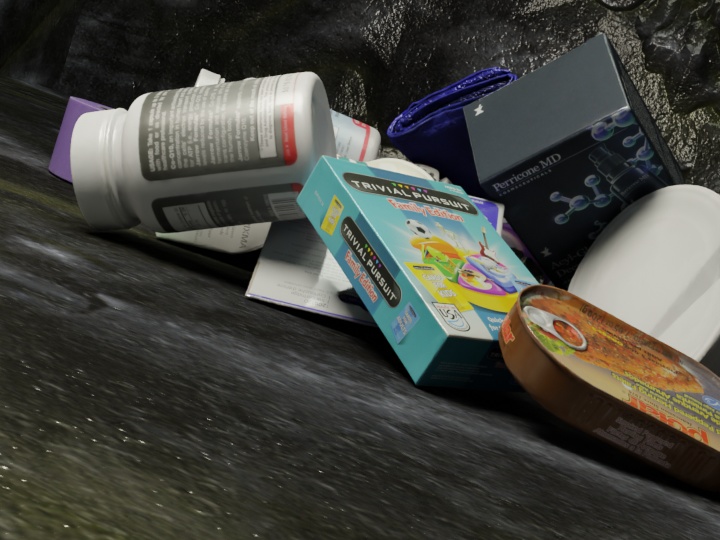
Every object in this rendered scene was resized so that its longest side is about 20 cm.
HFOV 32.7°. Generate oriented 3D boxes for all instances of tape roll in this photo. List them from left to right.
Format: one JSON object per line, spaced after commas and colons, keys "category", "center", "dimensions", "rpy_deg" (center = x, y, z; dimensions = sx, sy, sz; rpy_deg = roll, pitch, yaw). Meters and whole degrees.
{"category": "tape roll", "center": [-0.240, -0.121, 1.368], "dimensions": [0.197, 0.086, 0.200], "rpy_deg": [20, 5, -2]}

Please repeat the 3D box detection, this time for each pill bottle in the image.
{"category": "pill bottle", "center": [-0.124, -0.092, 0.991], "dimensions": [0.196, 0.116, 0.114], "rpy_deg": [-5, 2, 9]}
{"category": "pill bottle", "center": [-0.086, -0.130, 1.265], "dimensions": [0.197, 0.110, 0.109], "rpy_deg": [22, 4, -11]}

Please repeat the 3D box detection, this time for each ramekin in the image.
{"category": "ramekin", "center": [0.272, 0.038, 1.046], "dimensions": [0.093, 0.205, 0.202], "rpy_deg": [29, 0, -27]}

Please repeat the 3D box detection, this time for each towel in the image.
{"category": "towel", "center": [0.136, -0.115, 1.233], "dimensions": [0.146, 0.050, 0.200], "rpy_deg": [-18, -42, 29]}

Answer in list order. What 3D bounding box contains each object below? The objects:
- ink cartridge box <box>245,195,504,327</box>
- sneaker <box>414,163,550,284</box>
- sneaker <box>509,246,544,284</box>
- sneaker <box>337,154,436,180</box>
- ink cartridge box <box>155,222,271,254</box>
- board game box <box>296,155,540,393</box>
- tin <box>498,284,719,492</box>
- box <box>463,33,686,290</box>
{"category": "ink cartridge box", "center": [0.016, -0.006, 1.015], "dimensions": [0.195, 0.044, 0.201], "rpy_deg": [13, 38, 1]}
{"category": "sneaker", "center": [0.105, -0.022, 1.239], "dimensions": [0.198, 0.090, 0.080], "rpy_deg": [28, -30, -16]}
{"category": "sneaker", "center": [0.083, 0.035, 1.096], "dimensions": [0.198, 0.081, 0.074], "rpy_deg": [-6, 44, -41]}
{"category": "sneaker", "center": [-0.024, -0.072, 1.138], "dimensions": [0.197, 0.071, 0.093], "rpy_deg": [20, 29, 25]}
{"category": "ink cartridge box", "center": [-0.084, -0.042, 1.167], "dimensions": [0.197, 0.051, 0.161], "rpy_deg": [16, 10, -2]}
{"category": "board game box", "center": [0.060, 0.003, 0.907], "dimensions": [0.149, 0.047, 0.201], "rpy_deg": [9, 35, -40]}
{"category": "tin", "center": [0.180, 0.079, 0.816], "dimensions": [0.198, 0.042, 0.112], "rpy_deg": [28, 23, -11]}
{"category": "box", "center": [0.209, -0.089, 1.138], "dimensions": [0.200, 0.147, 0.108], "rpy_deg": [46, 26, -40]}
